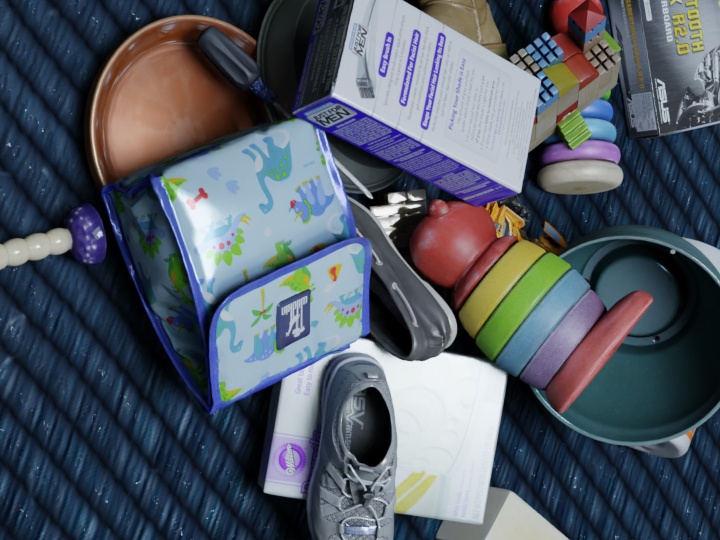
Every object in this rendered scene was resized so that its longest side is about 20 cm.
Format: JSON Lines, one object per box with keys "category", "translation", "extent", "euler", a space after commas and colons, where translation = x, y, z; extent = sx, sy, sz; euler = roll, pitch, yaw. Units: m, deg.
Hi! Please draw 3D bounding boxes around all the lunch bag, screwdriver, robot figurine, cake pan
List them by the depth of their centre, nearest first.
{"category": "lunch bag", "translation": [-0.089, -0.007, 1.257], "extent": [0.169, 0.127, 0.202], "euler": [-24, 102, -32]}
{"category": "screwdriver", "translation": [-0.060, -0.132, 1.304], "extent": [0.200, 0.029, 0.028], "euler": [41, 51, -3]}
{"category": "cake pan", "translation": [-0.004, -0.171, 1.382], "extent": [0.199, 0.037, 0.202], "euler": [12, 73, -41]}
{"category": "robot figurine", "translation": [0.144, 0.001, 1.470], "extent": [0.200, 0.058, 0.146], "euler": [37, 69, -46]}

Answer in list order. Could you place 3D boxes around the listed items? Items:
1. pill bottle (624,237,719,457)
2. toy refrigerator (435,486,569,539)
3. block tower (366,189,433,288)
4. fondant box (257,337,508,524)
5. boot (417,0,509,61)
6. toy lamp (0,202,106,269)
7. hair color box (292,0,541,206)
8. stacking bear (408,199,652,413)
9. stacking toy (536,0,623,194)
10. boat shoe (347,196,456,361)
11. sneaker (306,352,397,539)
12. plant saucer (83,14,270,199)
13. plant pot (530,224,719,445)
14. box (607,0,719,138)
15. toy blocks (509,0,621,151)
{"category": "pill bottle", "translation": [0.309, 0.076, 1.568], "extent": [0.114, 0.114, 0.201], "euler": [33, 73, -29]}
{"category": "toy refrigerator", "translation": [0.170, 0.290, 1.496], "extent": [0.200, 0.076, 0.070], "euler": [42, 68, -27]}
{"category": "block tower", "translation": [0.039, 0.030, 1.415], "extent": [0.054, 0.058, 0.202], "euler": [-6, 92, -8]}
{"category": "fondant box", "translation": [0.019, 0.135, 1.359], "extent": [0.198, 0.058, 0.146], "euler": [10, 90, -9]}
{"category": "boot", "translation": [0.051, -0.275, 1.395], "extent": [0.175, 0.066, 0.202], "euler": [-11, 86, -52]}
{"category": "toy lamp", "translation": [-0.297, -0.006, 1.201], "extent": [0.199, 0.058, 0.059], "euler": [-14, 97, -34]}
{"category": "hair color box", "translation": [0.049, -0.143, 1.272], "extent": [0.199, 0.065, 0.110], "euler": [25, 66, -31]}
{"category": "stacking bear", "translation": [0.129, 0.017, 1.329], "extent": [0.200, 0.122, 0.114], "euler": [40, 59, 10]}
{"category": "stacking toy", "translation": [0.214, -0.180, 1.537], "extent": [0.085, 0.085, 0.202], "euler": [4, 80, -33]}
{"category": "boat shoe", "translation": [0.000, 0.000, 1.334], "extent": [0.200, 0.067, 0.057], "euler": [45, 39, 19]}
{"category": "sneaker", "translation": [-0.005, 0.172, 1.285], "extent": [0.074, 0.082, 0.202], "euler": [-4, 93, -9]}
{"category": "plant saucer", "translation": [-0.143, -0.114, 1.318], "extent": [0.199, 0.032, 0.202], "euler": [1, 88, -34]}
{"category": "plant pot", "translation": [0.253, 0.042, 1.437], "extent": [0.202, 0.199, 0.134], "euler": [67, 21, -14]}
{"category": "box", "translation": [0.337, -0.250, 1.629], "extent": [0.157, 0.048, 0.202], "euler": [-14, 97, -32]}
{"category": "toy blocks", "translation": [0.166, -0.167, 1.431], "extent": [0.200, 0.137, 0.100], "euler": [-38, 76, -2]}
